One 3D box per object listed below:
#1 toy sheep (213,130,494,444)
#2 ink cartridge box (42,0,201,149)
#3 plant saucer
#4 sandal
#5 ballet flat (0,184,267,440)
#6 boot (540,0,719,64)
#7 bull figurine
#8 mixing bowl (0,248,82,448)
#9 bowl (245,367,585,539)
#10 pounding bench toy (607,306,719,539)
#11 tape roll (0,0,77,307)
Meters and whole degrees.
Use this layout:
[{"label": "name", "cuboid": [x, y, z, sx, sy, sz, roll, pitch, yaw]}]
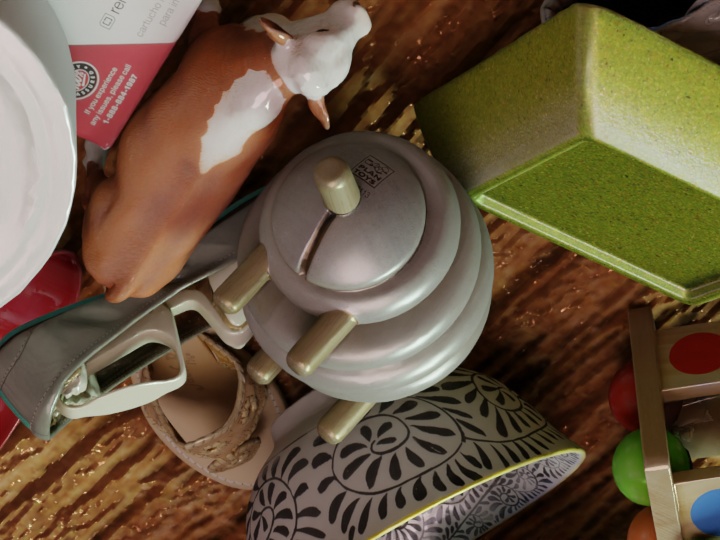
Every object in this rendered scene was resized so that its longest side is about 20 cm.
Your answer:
[{"label": "toy sheep", "cuboid": [0.000, 0.000, 1.335, 0.137, 0.139, 0.200, -3, 159, 4]}, {"label": "ink cartridge box", "cuboid": [-0.171, -0.167, 1.283, 0.199, 0.083, 0.147, 24, 126, -17]}, {"label": "plant saucer", "cuboid": [0.141, -0.042, 1.328, 0.199, 0.048, 0.200, 24, 161, -17]}, {"label": "sandal", "cuboid": [-0.093, 0.062, 1.470, 0.077, 0.070, 0.212, -13, 127, 11]}, {"label": "ballet flat", "cuboid": [-0.089, 0.024, 1.391, 0.199, 0.064, 0.068, -29, 154, -16]}, {"label": "boot", "cuboid": [0.185, -0.122, 1.299, 0.199, 0.074, 0.096, -17, 154, 15]}, {"label": "bull figurine", "cuboid": [-0.073, -0.075, 1.325, 0.065, 0.122, 0.200, 30, 118, -24]}, {"label": "mixing bowl", "cuboid": [-0.243, 0.045, 1.405, 0.108, 0.200, 0.201, 34, 126, 9]}, {"label": "bowl", "cuboid": [0.011, 0.105, 1.466, 0.200, 0.095, 0.201, -27, 166, -7]}, {"label": "pounding bench toy", "cuboid": [0.211, 0.120, 1.425, 0.155, 0.201, 0.125, -8, 128, 7]}, {"label": "tape roll", "cuboid": [-0.228, -0.064, 1.251, 0.201, 0.071, 0.203, -3, 124, -5]}]
